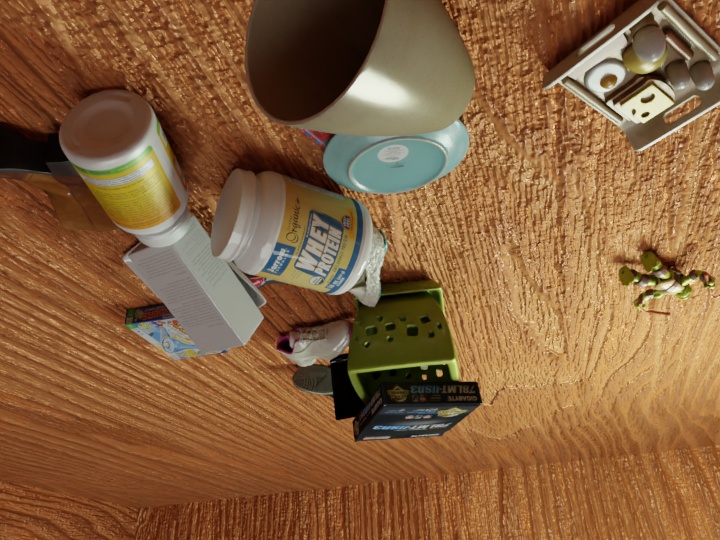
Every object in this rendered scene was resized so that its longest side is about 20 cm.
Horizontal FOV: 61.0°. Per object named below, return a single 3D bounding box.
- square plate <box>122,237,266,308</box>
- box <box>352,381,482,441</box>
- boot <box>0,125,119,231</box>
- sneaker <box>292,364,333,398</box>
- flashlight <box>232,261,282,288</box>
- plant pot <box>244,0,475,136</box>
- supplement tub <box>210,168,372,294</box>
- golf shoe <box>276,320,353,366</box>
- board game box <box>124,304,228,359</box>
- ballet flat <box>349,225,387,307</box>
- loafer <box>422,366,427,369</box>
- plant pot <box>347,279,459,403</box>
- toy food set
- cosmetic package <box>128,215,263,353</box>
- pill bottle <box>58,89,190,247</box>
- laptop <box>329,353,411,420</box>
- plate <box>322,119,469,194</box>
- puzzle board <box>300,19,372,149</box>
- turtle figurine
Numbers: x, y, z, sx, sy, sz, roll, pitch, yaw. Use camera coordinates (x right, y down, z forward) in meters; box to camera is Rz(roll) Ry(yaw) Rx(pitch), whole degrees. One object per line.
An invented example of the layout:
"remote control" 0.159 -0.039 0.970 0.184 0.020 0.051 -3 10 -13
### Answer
"square plate" -0.273 0.010 1.008 0.197 0.029 0.201 -28 111 37
"box" 0.103 0.271 1.169 0.197 0.050 0.199 3 145 -18
"boot" -0.433 -0.118 0.838 0.185 0.070 0.201 -6 159 -9
"sneaker" -0.084 0.297 1.555 0.197 0.076 0.107 6 147 -17
"flashlight" -0.133 0.008 1.061 0.196 0.068 0.069 0 124 -13
"plant pot" 0.021 -0.207 0.597 0.186 0.190 0.198 -27 156 37
"supplement tub" -0.097 -0.054 0.865 0.197 0.147 0.144 15 147 -28
"golf shoe" -0.100 0.151 1.304 0.091 0.076 0.199 27 138 -37
"board game box" -0.378 0.129 1.279 0.133 0.035 0.201 -9 150 12
"ballet flat" 0.000 0.000 1.041 0.070 0.073 0.201 0 143 -4
"loafer" 0.098 0.249 1.494 0.196 0.068 0.076 -4 151 3
"plant pot" 0.082 0.134 1.172 0.196 0.184 0.200 -6 149 8
"toy food set" 0.325 -0.216 0.701 0.198 0.061 0.143 19 144 -33
"cosmetic package" -0.250 0.026 0.943 0.100 0.072 0.202 -13 118 32
"pill bottle" -0.284 -0.117 0.775 0.109 0.113 0.201 -3 150 1
"laptop" 0.035 0.230 1.317 0.184 0.118 0.200 -11 176 3
"plate" 0.048 -0.145 0.811 0.196 0.026 0.201 -6 158 -2
"puzzle board" -0.009 -0.199 0.750 0.149 0.018 0.199 -22 146 31
"turtle figurine" 0.569 0.016 1.125 0.159 0.065 0.199 22 152 -24
